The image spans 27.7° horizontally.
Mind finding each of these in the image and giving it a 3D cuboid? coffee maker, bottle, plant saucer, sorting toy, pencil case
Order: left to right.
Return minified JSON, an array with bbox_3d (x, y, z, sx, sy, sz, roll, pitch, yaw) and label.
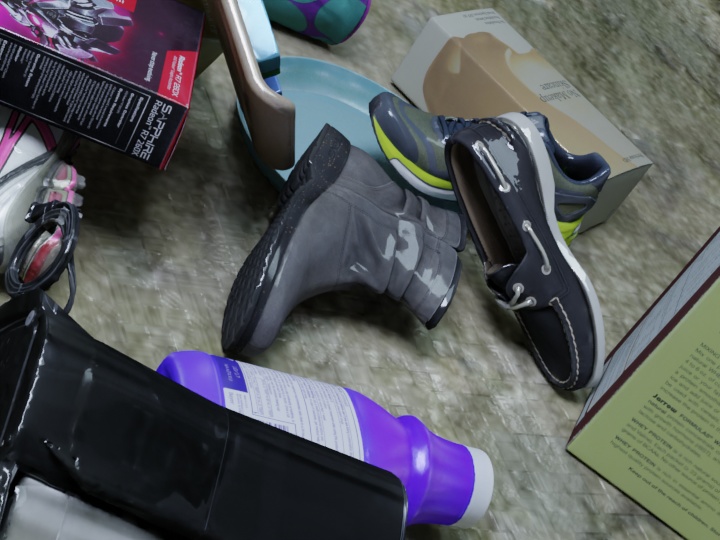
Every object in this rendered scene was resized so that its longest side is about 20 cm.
[{"bbox_3d":[-0.082,0.098,0.648,0.200,0.193,0.135,28,-9,-30],"label":"coffee maker"},{"bbox_3d":[-0.081,-0.170,0.910,0.036,0.185,0.201,-22,84,-5],"label":"sorting toy"},{"bbox_3d":[-0.087,-0.256,1.158,0.199,0.093,0.085,20,37,-20],"label":"pencil case"},{"bbox_3d":[-0.021,0.102,0.801,0.199,0.065,0.084,16,35,-27],"label":"bottle"},{"bbox_3d":[-0.006,-0.083,1.074,0.200,0.027,0.201,23,36,-18],"label":"plant saucer"}]

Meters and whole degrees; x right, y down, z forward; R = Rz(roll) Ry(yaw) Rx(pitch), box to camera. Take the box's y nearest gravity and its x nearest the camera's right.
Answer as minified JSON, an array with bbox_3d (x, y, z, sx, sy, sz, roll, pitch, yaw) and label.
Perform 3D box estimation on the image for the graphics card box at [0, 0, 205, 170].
[{"bbox_3d":[-0.190,-0.142,0.838,0.199,0.051,0.126,21,33,-14],"label":"graphics card box"}]

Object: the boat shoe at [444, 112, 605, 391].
[{"bbox_3d":[0.111,-0.008,1.002,0.060,0.074,0.201,-19,96,-33],"label":"boat shoe"}]

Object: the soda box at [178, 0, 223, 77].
[{"bbox_3d":[-0.188,-0.172,0.978,0.199,0.068,0.064,0,66,-41],"label":"soda box"}]

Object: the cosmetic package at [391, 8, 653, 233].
[{"bbox_3d":[0.132,-0.123,1.201,0.200,0.071,0.105,46,35,16],"label":"cosmetic package"}]

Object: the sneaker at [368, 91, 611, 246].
[{"bbox_3d":[0.096,-0.090,1.072,0.199,0.081,0.074,22,36,-25],"label":"sneaker"}]

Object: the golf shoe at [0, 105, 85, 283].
[{"bbox_3d":[-0.208,-0.079,0.856,0.092,0.073,0.200,19,37,-20],"label":"golf shoe"}]

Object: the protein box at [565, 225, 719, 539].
[{"bbox_3d":[0.284,0.081,0.967,0.198,0.200,0.135,36,34,2],"label":"protein box"}]

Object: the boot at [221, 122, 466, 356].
[{"bbox_3d":[0.000,0.000,0.925,0.131,0.070,0.200,33,48,-10],"label":"boot"}]
